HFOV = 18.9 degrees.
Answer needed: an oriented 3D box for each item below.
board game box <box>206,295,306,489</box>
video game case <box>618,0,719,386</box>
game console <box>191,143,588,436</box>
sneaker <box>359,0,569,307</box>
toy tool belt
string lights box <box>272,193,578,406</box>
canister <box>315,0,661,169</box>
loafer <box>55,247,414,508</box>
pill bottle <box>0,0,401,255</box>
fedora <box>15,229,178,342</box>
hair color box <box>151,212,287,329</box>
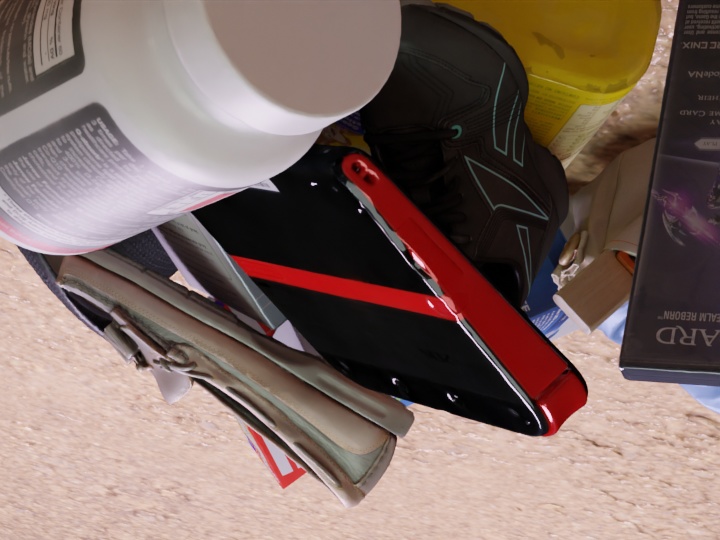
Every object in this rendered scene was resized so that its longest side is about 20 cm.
[{"bbox_3d":[-0.018,0.040,1.323,0.046,0.151,0.200,50,172,26],"label":"board game box"},{"bbox_3d":[0.191,-0.045,0.897,0.142,0.201,0.019,3,157,23],"label":"video game case"},{"bbox_3d":[0.000,0.000,0.973,0.177,0.031,0.200,50,161,-26],"label":"game console"},{"bbox_3d":[0.042,-0.046,0.954,0.075,0.080,0.200,1,151,29],"label":"sneaker"},{"bbox_3d":[0.194,0.029,1.149,0.200,0.123,0.125,31,136,-11],"label":"toy tool belt"},{"bbox_3d":[0.047,0.030,1.224,0.199,0.059,0.103,-23,166,-21],"label":"string lights box"},{"bbox_3d":[0.047,-0.093,1.049,0.148,0.087,0.200,19,157,-7],"label":"canister"},{"bbox_3d":[-0.072,0.053,1.106,0.199,0.063,0.072,27,178,0],"label":"loafer"},{"bbox_3d":[-0.081,-0.081,0.874,0.116,0.116,0.200,28,153,-30],"label":"pill bottle"},{"bbox_3d":[-0.133,-0.051,1.205,0.091,0.201,0.201,-29,142,12],"label":"fedora"},{"bbox_3d":[-0.093,-0.072,1.084,0.099,0.061,0.200,24,151,56],"label":"hair color box"}]
